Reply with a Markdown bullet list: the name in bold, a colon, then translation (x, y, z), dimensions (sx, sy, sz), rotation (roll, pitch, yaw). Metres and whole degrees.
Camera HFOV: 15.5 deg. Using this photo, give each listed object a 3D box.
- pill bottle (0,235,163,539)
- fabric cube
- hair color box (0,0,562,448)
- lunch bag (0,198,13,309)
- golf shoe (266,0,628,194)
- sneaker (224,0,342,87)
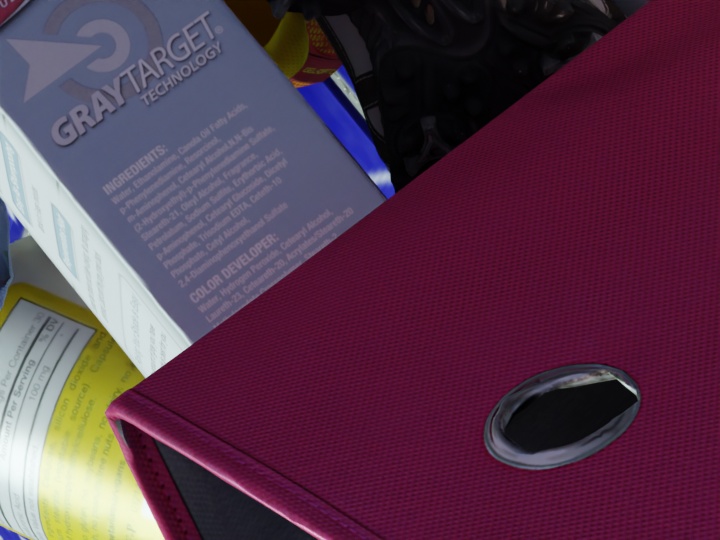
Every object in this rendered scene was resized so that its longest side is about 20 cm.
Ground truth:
- **pill bottle**: translation (-0.092, 0.051, 0.974), dimensions (0.199, 0.111, 0.112), rotation (22, 148, 24)
- **fabric cube**: translation (0.107, 0.070, 0.523), dimensions (0.196, 0.199, 0.201), rotation (27, 148, 51)
- **hair color box**: translation (-0.041, -0.014, 0.647), dimensions (0.200, 0.061, 0.099), rotation (50, 167, 10)
- **lunch bag**: translation (-0.225, -0.028, 0.875), dimensions (0.169, 0.128, 0.200), rotation (18, 169, 21)
- **golf shoe**: translation (0.022, -0.076, 0.674), dimensions (0.200, 0.078, 0.095), rotation (51, -161, -36)
- **sneaker**: translation (-0.071, -0.134, 0.728), dimensions (0.200, 0.073, 0.077), rotation (46, -164, 6)
